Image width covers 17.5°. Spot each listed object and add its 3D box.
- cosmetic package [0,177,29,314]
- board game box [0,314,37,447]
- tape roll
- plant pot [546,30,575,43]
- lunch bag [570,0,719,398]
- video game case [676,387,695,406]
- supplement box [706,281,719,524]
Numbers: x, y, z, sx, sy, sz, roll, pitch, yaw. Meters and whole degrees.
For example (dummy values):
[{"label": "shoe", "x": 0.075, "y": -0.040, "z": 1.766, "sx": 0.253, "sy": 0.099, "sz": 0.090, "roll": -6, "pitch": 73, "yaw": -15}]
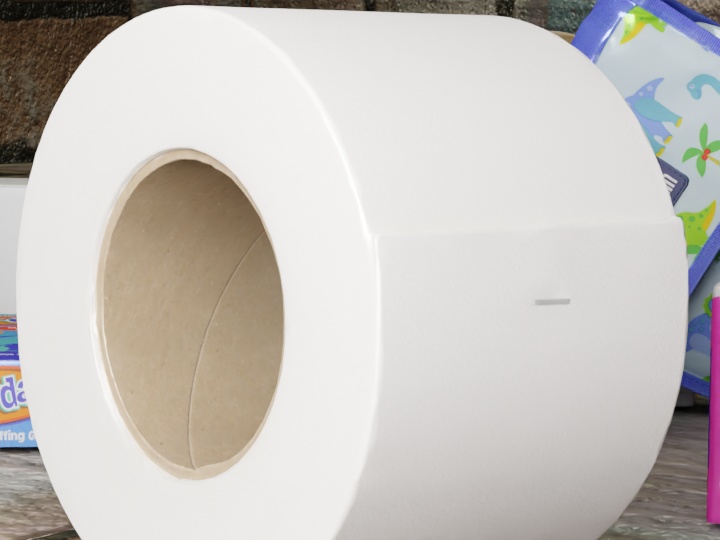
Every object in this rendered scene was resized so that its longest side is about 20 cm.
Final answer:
[{"label": "cosmetic package", "x": -0.247, "y": -0.011, "z": 1.548, "sx": 0.200, "sy": 0.102, "sz": 0.074, "roll": 1, "pitch": 6, "yaw": 7}, {"label": "board game box", "x": -0.189, "y": 0.052, "z": 1.167, "sx": 0.152, "sy": 0.045, "sz": 0.200, "roll": 0, "pitch": 5, "yaw": -11}, {"label": "tape roll", "x": -0.007, "y": 0.012, "z": 0.799, "sx": 0.139, "sy": 0.203, "sz": 0.202, "roll": -3, "pitch": 7, "yaw": -41}, {"label": "plant pot", "x": 0.087, "y": -0.043, "z": 1.359, "sx": 0.200, "sy": 0.200, "sz": 0.027, "roll": 7, "pitch": -16, "yaw": 46}, {"label": "lunch bag", "x": 0.158, "y": -0.042, "z": 1.198, "sx": 0.200, "sy": 0.170, "sz": 0.127, "roll": 25, "pitch": 14, "yaw": -32}, {"label": "video game case", "x": 0.073, "y": 0.058, "z": 1.313, "sx": 0.200, "sy": 0.017, "sz": 0.143, "roll": 1, "pitch": 5, "yaw": -7}, {"label": "supplement box", "x": 0.210, "y": 0.047, "z": 1.015, "sx": 0.103, "sy": 0.101, "sz": 0.200, "roll": 2, "pitch": 5, "yaw": 13}]
